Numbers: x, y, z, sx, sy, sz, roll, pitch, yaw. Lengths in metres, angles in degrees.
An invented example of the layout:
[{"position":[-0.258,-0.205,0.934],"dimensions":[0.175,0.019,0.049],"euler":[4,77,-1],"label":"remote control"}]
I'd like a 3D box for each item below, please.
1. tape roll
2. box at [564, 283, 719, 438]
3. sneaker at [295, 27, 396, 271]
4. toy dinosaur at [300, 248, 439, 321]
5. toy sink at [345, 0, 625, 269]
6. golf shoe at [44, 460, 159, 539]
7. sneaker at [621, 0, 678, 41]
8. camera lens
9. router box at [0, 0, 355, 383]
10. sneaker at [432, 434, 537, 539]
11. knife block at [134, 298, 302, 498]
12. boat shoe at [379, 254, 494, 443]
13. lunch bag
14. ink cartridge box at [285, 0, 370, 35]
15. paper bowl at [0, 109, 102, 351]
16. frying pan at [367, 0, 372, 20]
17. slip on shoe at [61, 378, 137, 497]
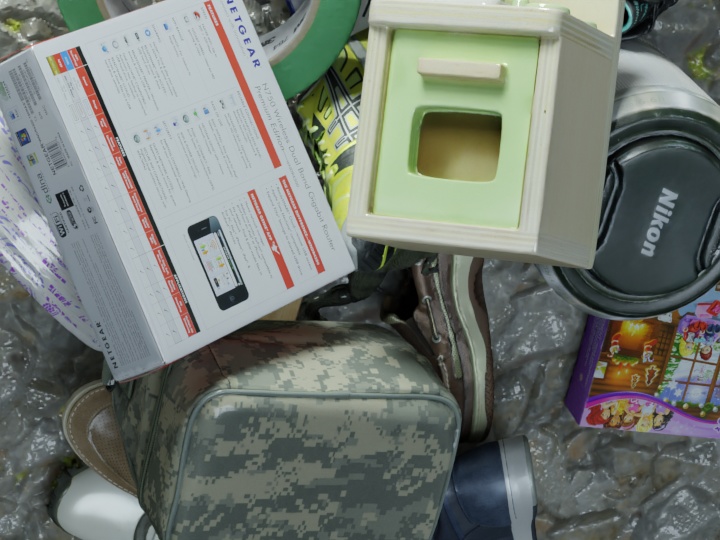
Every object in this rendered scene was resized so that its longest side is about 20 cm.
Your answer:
[{"position":[-0.095,-0.197,1.550],"dimensions":[0.199,0.048,0.202],"euler":[2,121,3],"label":"tape roll"},{"position":[0.263,0.056,1.810],"dimensions":[0.199,0.039,0.138],"euler":[6,113,-18],"label":"box"},{"position":[-0.006,-0.079,1.597],"dimensions":[0.076,0.201,0.076],"euler":[3,138,4],"label":"sneaker"},{"position":[0.000,0.000,1.628],"dimensions":[0.199,0.048,0.088],"euler":[-15,159,-31],"label":"toy dinosaur"},{"position":[0.078,-0.110,1.490],"dimensions":[0.112,0.130,0.202],"euler":[12,85,-64],"label":"toy sink"},{"position":[-0.123,0.182,1.733],"dimensions":[0.199,0.088,0.078],"euler":[11,113,-19],"label":"golf shoe"},{"position":[0.181,-0.186,1.629],"dimensions":[0.199,0.079,0.076],"euler":[-16,138,-29],"label":"sneaker"},{"position":[0.165,-0.071,1.631],"dimensions":[0.159,0.200,0.161],"euler":[-6,116,-13],"label":"camera lens"},{"position":[-0.110,-0.057,1.464],"dimensions":[0.179,0.049,0.201],"euler":[-25,94,-47],"label":"router box"},{"position":[0.056,0.181,1.767],"dimensions":[0.145,0.077,0.203],"euler":[-11,152,1],"label":"sneaker"},{"position":[-0.084,0.075,1.679],"dimensions":[0.199,0.064,0.176],"euler":[-28,101,-3],"label":"knife block"},{"position":[0.049,0.028,1.723],"dimensions":[0.074,0.075,0.204],"euler":[-7,106,-6],"label":"boat shoe"},{"position":[-0.051,0.096,1.554],"dimensions":[0.199,0.168,0.140],"euler":[2,116,-24],"label":"lunch bag"},{"position":[0.037,-0.231,1.608],"dimensions":[0.199,0.044,0.094],"euler":[-26,120,-3],"label":"ink cartridge box"},{"position":[-0.190,-0.055,1.537],"dimensions":[0.104,0.201,0.201],"euler":[-40,118,2],"label":"paper bowl"},{"position":[0.026,-0.190,1.550],"dimensions":[0.031,0.115,0.191],"euler":[16,121,15],"label":"frying pan"},{"position":[-0.108,0.139,1.622],"dimensions":[0.199,0.061,0.076],"euler":[35,96,-11],"label":"slip on shoe"}]
